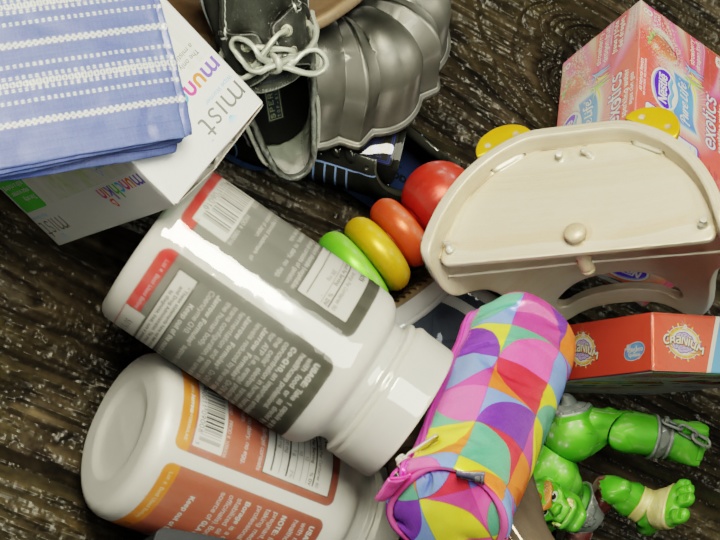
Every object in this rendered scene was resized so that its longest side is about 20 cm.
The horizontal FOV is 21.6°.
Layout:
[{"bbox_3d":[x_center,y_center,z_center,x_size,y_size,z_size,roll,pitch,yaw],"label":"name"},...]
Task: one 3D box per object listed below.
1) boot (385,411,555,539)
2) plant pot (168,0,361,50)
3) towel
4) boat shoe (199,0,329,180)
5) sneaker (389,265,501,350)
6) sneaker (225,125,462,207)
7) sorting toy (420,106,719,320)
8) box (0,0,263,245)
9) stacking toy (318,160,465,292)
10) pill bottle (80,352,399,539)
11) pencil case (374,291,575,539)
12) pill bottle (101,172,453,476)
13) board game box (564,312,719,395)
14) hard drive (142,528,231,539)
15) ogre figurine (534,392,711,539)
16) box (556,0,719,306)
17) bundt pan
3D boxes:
[{"bbox_3d":[0.101,0.160,1.282,0.200,0.070,0.146,32,40,-29],"label":"boot"},{"bbox_3d":[-0.083,-0.267,1.193,0.200,0.200,0.175,4,40,-29],"label":"plant pot"},{"bbox_3d":[-0.181,-0.152,1.048,0.145,0.024,0.200,-13,88,-28],"label":"towel"},{"bbox_3d":[-0.059,-0.137,1.156,0.073,0.200,0.068,-15,48,-13],"label":"boat shoe"},{"bbox_3d":[0.086,0.039,1.375,0.200,0.070,0.109,-30,99,-28],"label":"sneaker"},{"bbox_3d":[-0.021,-0.094,1.326,0.200,0.078,0.070,18,75,-27],"label":"sneaker"},{"bbox_3d":[0.163,-0.013,1.288,0.180,0.200,0.107,61,29,-52],"label":"sorting toy"},{"bbox_3d":[-0.184,-0.118,1.166,0.177,0.200,0.097,47,64,-17],"label":"box"},{"bbox_3d":[0.000,0.000,1.288,0.200,0.085,0.085,-38,103,-8],"label":"stacking toy"},{"bbox_3d":[-0.074,0.139,1.242,0.200,0.112,0.112,26,71,-28],"label":"pill bottle"},{"bbox_3d":[0.078,0.097,1.199,0.088,0.088,0.200,50,36,-15],"label":"pencil case"},{"bbox_3d":[-0.050,0.035,1.179,0.200,0.114,0.114,35,67,-4],"label":"pill bottle"},{"bbox_3d":[0.209,0.063,1.366,0.153,0.200,0.040,4,81,-30],"label":"board game box"},{"bbox_3d":[-0.072,0.219,1.225,0.200,0.135,0.042,20,59,-25],"label":"hard drive"},{"bbox_3d":[0.158,0.179,1.381,0.120,0.200,0.098,30,25,-12],"label":"ogre figurine"},{"bbox_3d":[0.210,-0.089,1.408,0.103,0.095,0.200,31,44,-23],"label":"box"},{"bbox_3d":[-0.028,-0.186,1.293,0.201,0.076,0.202,4,65,-9],"label":"bundt pan"}]
